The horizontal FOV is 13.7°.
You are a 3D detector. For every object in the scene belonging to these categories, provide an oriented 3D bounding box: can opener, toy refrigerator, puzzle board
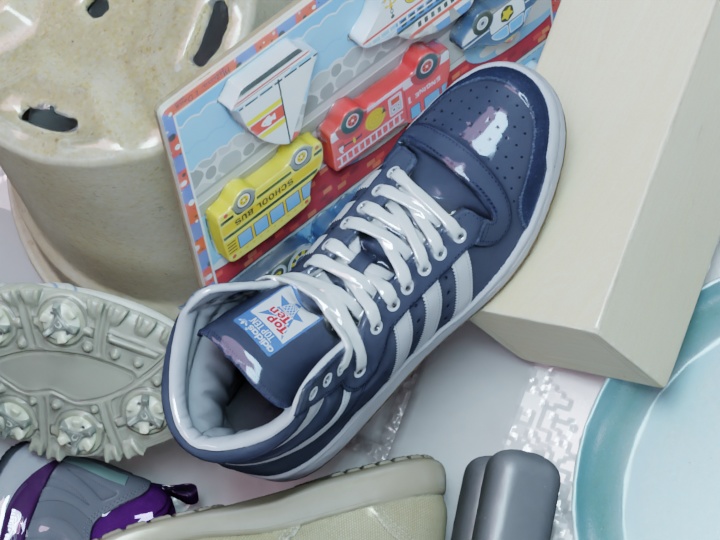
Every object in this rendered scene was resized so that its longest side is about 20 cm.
[{"bbox_3d":[0.060,0.176,1.210,0.067,0.053,0.201,15,76,-15],"label":"can opener"},{"bbox_3d":[0.116,-0.059,1.232,0.076,0.070,0.201,10,73,38],"label":"toy refrigerator"},{"bbox_3d":[0.009,-0.068,1.198,0.200,0.151,0.017,-39,56,-21],"label":"puzzle board"}]

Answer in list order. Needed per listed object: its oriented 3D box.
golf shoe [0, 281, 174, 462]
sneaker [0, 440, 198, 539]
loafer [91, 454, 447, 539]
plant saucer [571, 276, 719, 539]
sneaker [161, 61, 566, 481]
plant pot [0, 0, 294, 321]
[{"bbox_3d":[-0.147,0.027,1.271,0.199,0.097,0.079,5,113,19],"label":"golf shoe"},{"bbox_3d":[-0.130,0.172,1.240,0.087,0.074,0.201,12,78,11],"label":"sneaker"},{"bbox_3d":[-0.051,0.128,1.206,0.199,0.076,0.069,-16,82,-14],"label":"loafer"},{"bbox_3d":[0.185,0.094,1.204,0.199,0.027,0.201,-4,74,13],"label":"plant saucer"},{"bbox_3d":[0.000,0.000,1.156,0.070,0.108,0.200,41,99,19],"label":"sneaker"},{"bbox_3d":[-0.084,-0.080,1.239,0.199,0.183,0.202,-4,74,14],"label":"plant pot"}]
